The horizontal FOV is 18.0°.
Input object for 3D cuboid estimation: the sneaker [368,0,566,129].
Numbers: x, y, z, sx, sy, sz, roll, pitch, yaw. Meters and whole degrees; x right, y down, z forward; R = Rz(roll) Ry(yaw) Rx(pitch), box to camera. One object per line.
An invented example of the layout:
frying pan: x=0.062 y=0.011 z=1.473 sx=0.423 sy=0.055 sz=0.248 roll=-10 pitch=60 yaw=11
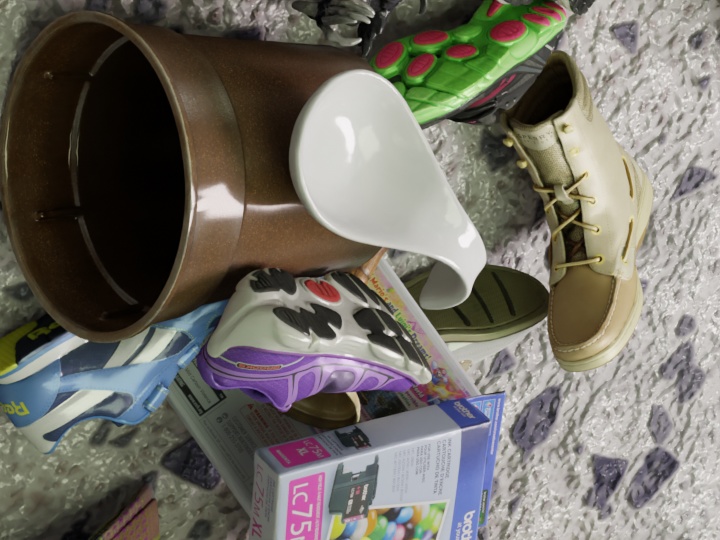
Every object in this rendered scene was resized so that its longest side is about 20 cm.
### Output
sneaker: x=0.072 y=-0.127 z=1.561 sx=0.200 sy=0.077 sz=0.084 roll=-29 pitch=140 yaw=-39

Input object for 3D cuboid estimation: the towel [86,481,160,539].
towel: x=-0.194 y=0.252 z=1.582 sx=0.200 sy=0.023 sz=0.144 roll=-44 pitch=141 yaw=-47

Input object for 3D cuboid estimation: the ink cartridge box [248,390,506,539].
ink cartridge box: x=0.018 y=0.156 z=1.531 sx=0.200 sy=0.042 sz=0.120 roll=-13 pitch=123 yaw=-32

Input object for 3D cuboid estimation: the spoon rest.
spoon rest: x=0.022 y=-0.043 z=1.389 sx=0.200 sy=0.061 sz=0.099 roll=48 pitch=61 yaw=-44

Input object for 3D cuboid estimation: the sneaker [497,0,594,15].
sneaker: x=0.119 y=-0.223 z=1.550 sx=0.200 sy=0.079 sz=0.074 roll=-4 pitch=122 yaw=-60

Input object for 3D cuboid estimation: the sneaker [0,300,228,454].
sneaker: x=-0.150 y=0.053 z=1.515 sx=0.200 sy=0.074 sz=0.082 roll=-24 pitch=107 yaw=-13

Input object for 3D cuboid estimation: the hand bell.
hand bell: x=0.000 y=0.000 z=1.555 sx=0.200 sy=0.104 sz=0.104 roll=-58 pitch=137 yaw=-26

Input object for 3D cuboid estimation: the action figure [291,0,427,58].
action figure: x=-0.011 y=-0.203 z=1.462 sx=0.200 sy=0.102 sz=0.119 roll=12 pitch=96 yaw=-38

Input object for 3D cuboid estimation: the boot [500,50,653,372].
boot: x=0.150 y=-0.043 z=1.633 sx=0.156 sy=0.073 sz=0.200 roll=56 pitch=39 yaw=-39

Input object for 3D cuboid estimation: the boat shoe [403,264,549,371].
boat shoe: x=0.045 y=0.052 z=1.670 sx=0.200 sy=0.075 sz=0.068 roll=-15 pitch=139 yaw=-22

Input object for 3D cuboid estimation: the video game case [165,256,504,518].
video game case: x=-0.028 y=0.083 z=1.580 sx=0.182 sy=0.024 sz=0.200 roll=-35 pitch=89 yaw=-15

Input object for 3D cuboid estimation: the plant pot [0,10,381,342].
plant pot: x=-0.091 y=-0.063 z=1.434 sx=0.198 sy=0.200 sz=0.201 roll=-6 pitch=118 yaw=-42

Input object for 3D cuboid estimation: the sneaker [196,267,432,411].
sneaker: x=-0.032 y=0.049 z=1.422 sx=0.083 sy=0.081 sz=0.200 roll=-47 pitch=148 yaw=21
